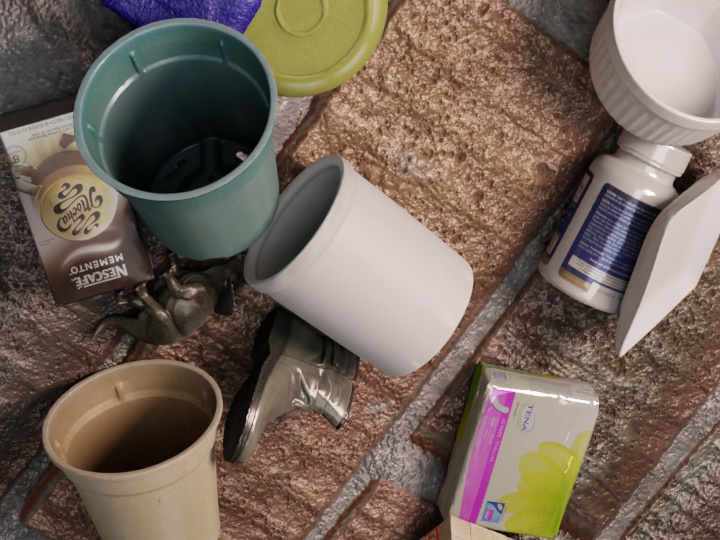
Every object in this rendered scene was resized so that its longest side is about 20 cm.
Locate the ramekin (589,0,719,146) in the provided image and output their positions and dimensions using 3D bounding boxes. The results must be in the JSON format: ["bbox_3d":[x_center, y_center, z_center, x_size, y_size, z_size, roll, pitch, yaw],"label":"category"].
[{"bbox_3d":[0.342,-0.230,1.558,0.198,0.105,0.202,5,71,-13],"label":"ramekin"}]

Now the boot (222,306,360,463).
[{"bbox_3d":[-0.069,0.146,1.621,0.130,0.201,0.068,30,146,-17],"label":"boot"}]

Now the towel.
[{"bbox_3d":[-0.160,-0.315,1.475,0.147,0.050,0.201,35,103,-3],"label":"towel"}]

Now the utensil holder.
[{"bbox_3d":[0.000,0.000,1.580,0.200,0.170,0.170,37,99,-22],"label":"utensil holder"}]

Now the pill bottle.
[{"bbox_3d":[0.294,-0.062,1.646,0.110,0.111,0.201,22,104,-18],"label":"pill bottle"}]

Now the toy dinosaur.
[{"bbox_3d":[-0.209,0.042,1.599,0.199,0.077,0.103,-36,112,3],"label":"toy dinosaur"}]

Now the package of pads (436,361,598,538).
[{"bbox_3d":[0.194,0.221,1.752,0.153,0.068,0.202,10,109,-14],"label":"package of pads"}]

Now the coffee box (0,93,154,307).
[{"bbox_3d":[-0.300,-0.078,1.536,0.112,0.080,0.202,-17,112,-6],"label":"coffee box"}]

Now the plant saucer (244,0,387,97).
[{"bbox_3d":[-0.065,-0.280,1.537,0.198,0.031,0.202,-4,111,-11],"label":"plant saucer"}]

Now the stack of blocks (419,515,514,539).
[{"bbox_3d":[0.159,0.383,1.778,0.199,0.059,0.115,25,131,-23],"label":"stack of blocks"}]

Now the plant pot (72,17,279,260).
[{"bbox_3d":[-0.167,-0.117,1.464,0.199,0.201,0.196,-21,155,-3],"label":"plant pot"}]

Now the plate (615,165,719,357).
[{"bbox_3d":[0.357,-0.023,1.637,0.199,0.032,0.201,-33,147,-42],"label":"plate"}]

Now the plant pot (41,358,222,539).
[{"bbox_3d":[-0.238,0.234,1.617,0.199,0.201,0.185,-12,123,-7],"label":"plant pot"}]
